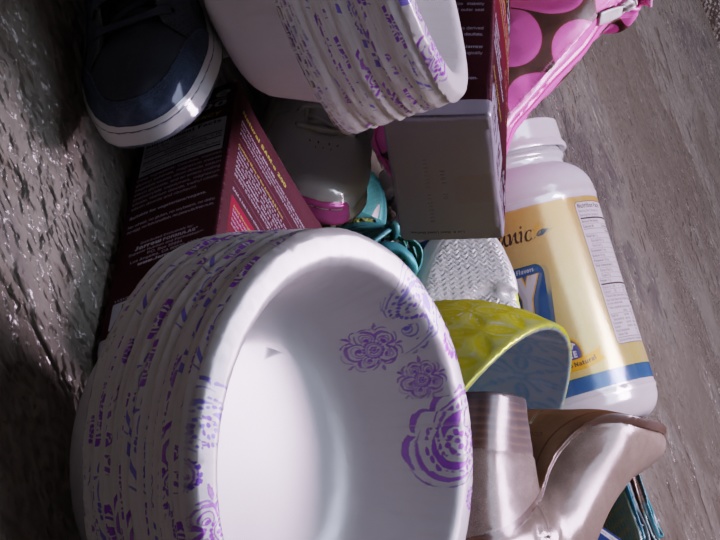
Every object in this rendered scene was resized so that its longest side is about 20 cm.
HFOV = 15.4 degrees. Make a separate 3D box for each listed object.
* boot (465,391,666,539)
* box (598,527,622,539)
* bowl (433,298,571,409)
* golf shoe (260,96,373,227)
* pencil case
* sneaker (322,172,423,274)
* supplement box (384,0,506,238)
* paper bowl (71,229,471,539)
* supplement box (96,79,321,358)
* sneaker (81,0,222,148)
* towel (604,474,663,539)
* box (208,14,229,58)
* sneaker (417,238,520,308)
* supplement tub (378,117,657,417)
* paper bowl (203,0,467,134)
[{"bbox_3d":[0.090,0.139,1.295,0.200,0.070,0.147,11,76,-51],"label":"boot"},{"bbox_3d":[0.062,0.181,1.369,0.070,0.065,0.200,34,30,20],"label":"box"},{"bbox_3d":[0.011,0.089,1.376,0.107,0.201,0.200,32,3,22],"label":"bowl"},{"bbox_3d":[-0.023,-0.097,1.530,0.200,0.075,0.092,-90,-166,-61],"label":"golf shoe"},{"bbox_3d":[0.094,-0.125,1.641,0.200,0.093,0.091,-50,146,-30],"label":"pencil case"},{"bbox_3d":[0.000,0.000,1.532,0.200,0.079,0.078,-80,147,-60],"label":"sneaker"},{"bbox_3d":[0.052,-0.128,1.505,0.109,0.061,0.201,80,11,-53],"label":"supplement box"},{"bbox_3d":[-0.046,0.084,1.151,0.200,0.104,0.202,3,86,-53],"label":"paper bowl"},{"bbox_3d":[-0.071,0.009,1.326,0.200,0.061,0.109,-85,151,-53],"label":"supplement box"},{"bbox_3d":[-0.127,-0.167,1.301,0.203,0.077,0.146,-93,160,-45],"label":"sneaker"},{"bbox_3d":[0.163,0.140,1.856,0.200,0.022,0.147,114,-37,-73],"label":"towel"},{"bbox_3d":[-0.087,-0.213,1.533,0.200,0.050,0.158,-56,126,-69],"label":"box"},{"bbox_3d":[0.045,0.075,1.571,0.105,0.075,0.201,167,-72,-74],"label":"sneaker"},{"bbox_3d":[0.097,0.016,1.715,0.145,0.144,0.201,5,67,-72],"label":"supplement tub"},{"bbox_3d":[-0.024,-0.167,1.336,0.201,0.104,0.202,-17,90,-78],"label":"paper bowl"}]
